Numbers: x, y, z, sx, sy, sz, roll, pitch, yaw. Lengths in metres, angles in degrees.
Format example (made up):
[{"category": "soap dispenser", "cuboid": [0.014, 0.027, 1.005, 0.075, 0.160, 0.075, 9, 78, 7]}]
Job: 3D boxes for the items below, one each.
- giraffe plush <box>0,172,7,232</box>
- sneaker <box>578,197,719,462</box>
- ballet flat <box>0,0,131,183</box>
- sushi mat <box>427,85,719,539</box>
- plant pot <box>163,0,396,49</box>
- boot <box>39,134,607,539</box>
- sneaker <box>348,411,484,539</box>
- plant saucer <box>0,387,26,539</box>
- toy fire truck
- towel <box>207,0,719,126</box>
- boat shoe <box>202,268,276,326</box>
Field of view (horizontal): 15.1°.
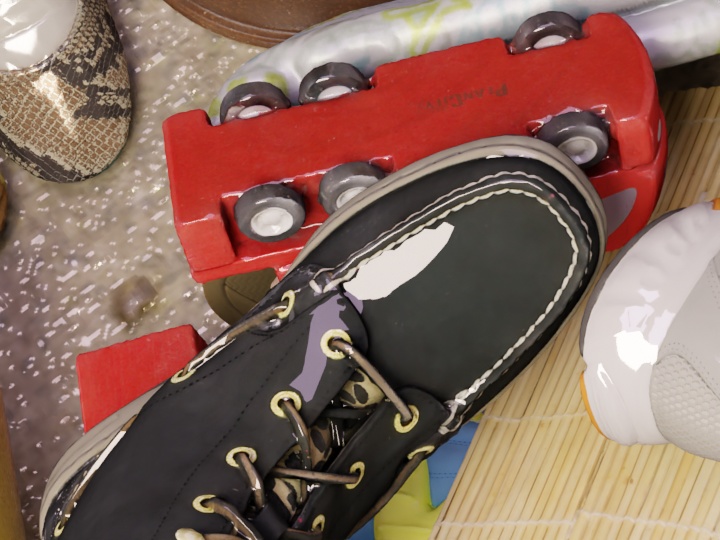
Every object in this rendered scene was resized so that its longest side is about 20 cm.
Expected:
[{"category": "giraffe plush", "cuboid": [-0.229, -0.055, 0.964, 0.172, 0.162, 0.200, -5, 63, 13]}, {"category": "sneaker", "cuboid": [0.152, -0.016, 0.773, 0.092, 0.076, 0.200, 21, 64, 35]}, {"category": "ballet flat", "cuboid": [-0.141, -0.126, 1.029, 0.068, 0.075, 0.200, -21, 60, 2]}, {"category": "sushi mat", "cuboid": [0.094, 0.016, 0.830, 0.096, 0.012, 0.200, 0, 47, 32]}, {"category": "plant pot", "cuboid": [-0.026, -0.214, 0.973, 0.200, 0.198, 0.200, -7, 62, 12]}, {"category": "boot", "cuboid": [-0.018, 0.059, 0.729, 0.204, 0.073, 0.154, -37, 15, 20]}, {"category": "sneaker", "cuboid": [0.043, 0.057, 0.886, 0.200, 0.076, 0.105, -14, 60, 9]}, {"category": "plant saucer", "cuboid": [-0.160, 0.115, 0.879, 0.200, 0.048, 0.200, -43, 50, 41]}, {"category": "toy fire truck", "cuboid": [0.000, 0.000, 0.838, 0.200, 0.141, 0.049, -13, 51, 3]}, {"category": "towel", "cuboid": [0.054, -0.080, 0.904, 0.200, 0.171, 0.048, -15, 93, 7]}, {"category": "boat shoe", "cuboid": [0.046, -0.016, 0.930, 0.201, 0.072, 0.066, -5, 53, 4]}]
